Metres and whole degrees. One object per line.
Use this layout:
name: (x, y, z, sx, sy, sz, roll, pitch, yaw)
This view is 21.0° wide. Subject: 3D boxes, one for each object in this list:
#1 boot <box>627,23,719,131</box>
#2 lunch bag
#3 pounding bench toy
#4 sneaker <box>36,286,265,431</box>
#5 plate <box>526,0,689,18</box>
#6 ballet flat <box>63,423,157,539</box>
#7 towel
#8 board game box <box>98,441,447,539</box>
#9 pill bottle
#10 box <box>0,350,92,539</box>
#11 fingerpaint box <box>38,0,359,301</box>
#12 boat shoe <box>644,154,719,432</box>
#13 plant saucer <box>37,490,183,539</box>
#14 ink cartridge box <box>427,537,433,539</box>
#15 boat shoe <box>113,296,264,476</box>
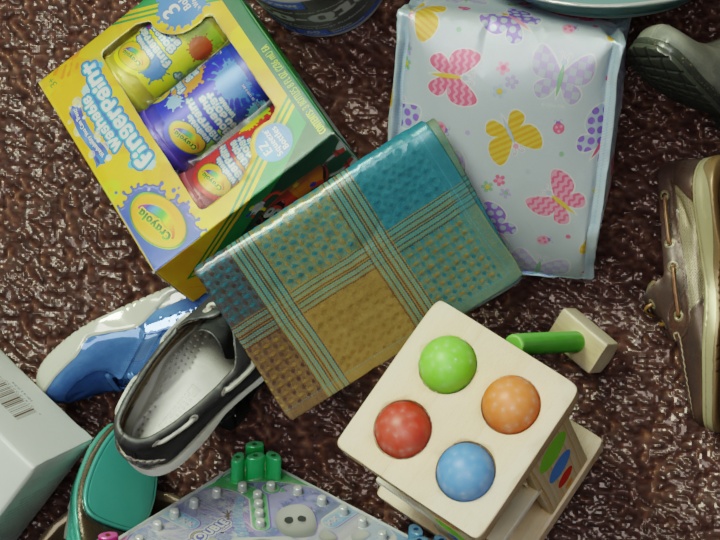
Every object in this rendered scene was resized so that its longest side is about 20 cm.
boot: (0.276, -0.169, 1.382, 0.067, 0.199, 0.132, 27, 91, 46)
lunch bag: (0.103, -0.098, 1.417, 0.168, 0.127, 0.202, 7, 111, 8)
pounding bench toy: (0.100, 0.091, 1.373, 0.124, 0.156, 0.201, 31, 78, 23)
sneaker: (-0.142, 0.078, 1.465, 0.199, 0.077, 0.112, -26, 73, -1)
plate: (0.178, -0.216, 1.396, 0.198, 0.201, 0.026, 1, 119, 8)
ballet flat: (-0.195, 0.203, 1.425, 0.070, 0.067, 0.201, -38, 36, 36)
towel: (0.000, 0.000, 1.368, 0.199, 0.022, 0.147, -32, 117, -1)
board game box: (-0.068, 0.202, 1.365, 0.199, 0.199, 0.026, 23, 125, 32)
pill bottle: (-0.043, -0.242, 1.411, 0.112, 0.200, 0.115, -1, 86, 9)
box: (-0.317, 0.166, 1.451, 0.124, 0.097, 0.200, 43, 108, 9)
fingerpaint box: (-0.121, -0.109, 1.448, 0.166, 0.073, 0.201, -36, 62, 5)
boat shoe: (0.246, 0.017, 1.426, 0.071, 0.072, 0.202, 0, 97, 38)
plant saucer: (-0.168, 0.268, 1.482, 0.198, 0.029, 0.202, -1, 86, 8)
ink cartridge box: (0.120, 0.296, 1.427, 0.198, 0.047, 0.162, 11, 87, 11)
boat shoe: (-0.106, 0.056, 1.394, 0.074, 0.060, 0.200, 37, 76, 19)
